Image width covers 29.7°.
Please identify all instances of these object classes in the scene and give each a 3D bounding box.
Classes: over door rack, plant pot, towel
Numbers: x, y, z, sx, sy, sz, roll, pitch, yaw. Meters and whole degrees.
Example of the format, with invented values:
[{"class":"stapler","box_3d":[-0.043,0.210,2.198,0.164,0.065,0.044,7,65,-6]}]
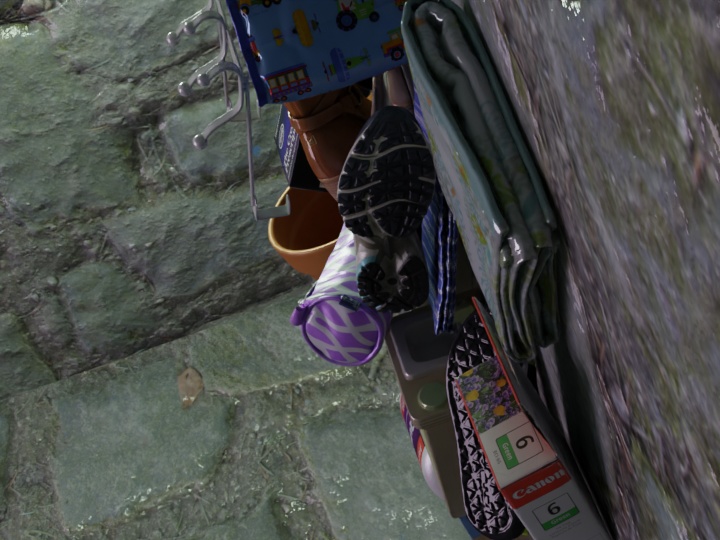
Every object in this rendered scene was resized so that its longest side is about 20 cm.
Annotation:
[{"class":"over door rack","box_3d":[-0.126,-0.154,1.228,0.201,0.066,0.149,74,179,-53]},{"class":"plant pot","box_3d":[0.005,-0.047,1.661,0.140,0.199,0.201,52,-170,-32]},{"class":"towel","box_3d":[0.057,-0.065,1.141,0.145,0.023,0.203,-108,16,-63]},{"class":"towel","box_3d":[0.079,-0.057,0.885,0.172,0.048,0.202,75,177,-61]}]

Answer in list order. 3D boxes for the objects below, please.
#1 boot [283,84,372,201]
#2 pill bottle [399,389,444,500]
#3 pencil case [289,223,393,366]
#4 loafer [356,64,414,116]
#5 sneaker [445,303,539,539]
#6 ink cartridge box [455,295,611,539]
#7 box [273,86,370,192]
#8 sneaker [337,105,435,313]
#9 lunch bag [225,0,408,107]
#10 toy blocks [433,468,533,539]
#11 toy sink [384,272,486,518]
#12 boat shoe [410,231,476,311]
[{"class":"boot","box_3d":[-0.018,-0.169,1.366,0.156,0.076,0.201,57,-142,-28]},{"class":"pill bottle","box_3d":[0.113,0.184,1.519,0.200,0.111,0.114,-110,1,-64]},{"class":"pencil case","box_3d":[0.000,0.000,1.236,0.201,0.084,0.085,-67,-7,-52]},{"class":"loafer","box_3d":[0.018,-0.192,1.306,0.201,0.062,0.072,-109,2,-50]},{"class":"sneaker","box_3d":[0.120,0.121,1.114,0.082,0.071,0.203,-13,-74,-51]},{"class":"ink cartridge box","box_3d":[0.114,0.122,0.962,0.201,0.050,0.110,54,-169,-41]},{"class":"box","box_3d":[-0.042,-0.214,1.606,0.142,0.078,0.202,-107,27,-59]},{"class":"sneaker","box_3d":[0.017,-0.061,1.100,0.202,0.076,0.087,91,176,-46]},{"class":"lunch bag","box_3d":[-0.023,-0.190,1.158,0.200,0.149,0.095,99,153,-87]},{"class":"toy blocks","box_3d":[0.120,0.225,1.328,0.138,0.099,0.200,58,-177,-14]},{"class":"toy sink","box_3d":[0.091,0.101,1.219,0.131,0.111,0.201,-110,2,-48]},{"class":"boat shoe","box_3d":[0.070,-0.007,1.349,0.066,0.073,0.202,86,170,-64]}]
